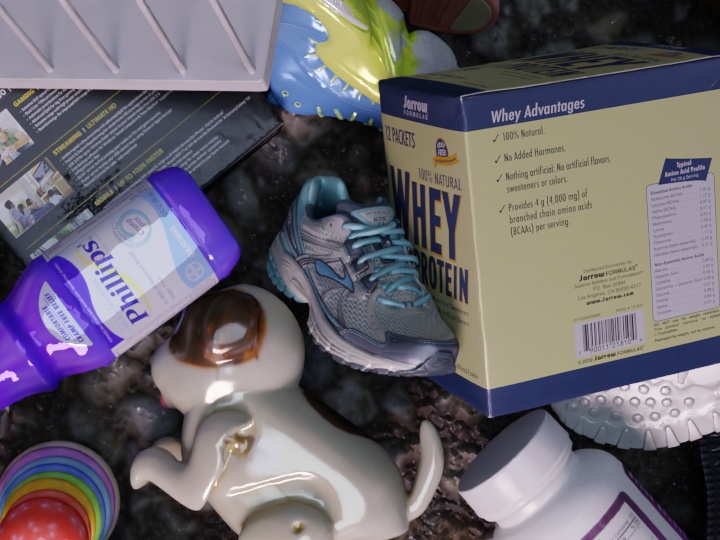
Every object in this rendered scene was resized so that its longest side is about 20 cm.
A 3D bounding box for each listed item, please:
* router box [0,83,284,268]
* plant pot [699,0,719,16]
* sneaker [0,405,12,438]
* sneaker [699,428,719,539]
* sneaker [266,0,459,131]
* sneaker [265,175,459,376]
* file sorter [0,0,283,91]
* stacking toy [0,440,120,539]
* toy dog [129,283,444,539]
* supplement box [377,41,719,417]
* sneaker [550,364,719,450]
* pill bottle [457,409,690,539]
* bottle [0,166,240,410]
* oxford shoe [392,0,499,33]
[{"bbox_3d":[-0.173,-0.093,1.006,0.200,0.051,0.149,-39,92,-6],"label":"router box"},{"bbox_3d":[0.300,-0.237,1.006,0.199,0.175,0.201,0,89,-7],"label":"plant pot"},{"bbox_3d":[-0.270,0.018,0.986,0.066,0.091,0.201,-9,116,19],"label":"sneaker"},{"bbox_3d":[0.278,0.159,1.032,0.066,0.201,0.079,-9,133,24],"label":"sneaker"},{"bbox_3d":[-0.001,-0.134,1.029,0.105,0.076,0.200,-29,118,34],"label":"sneaker"},{"bbox_3d":[0.000,0.000,0.951,0.077,0.200,0.087,2,114,-35],"label":"sneaker"},{"bbox_3d":[-0.157,-0.203,0.921,0.199,0.125,0.139,2,69,13],"label":"file sorter"},{"bbox_3d":[-0.198,0.159,0.927,0.085,0.200,0.086,0,89,-7],"label":"stacking toy"},{"bbox_3d":[-0.063,0.107,0.971,0.193,0.140,0.201,-29,85,14],"label":"toy dog"},{"bbox_3d":[0.134,-0.035,0.966,0.199,0.134,0.201,-11,105,-19],"label":"supplement box"},{"bbox_3d":[0.231,0.072,1.052,0.199,0.081,0.077,-6,117,11],"label":"sneaker"},{"bbox_3d":[0.162,0.196,1.018,0.112,0.112,0.200,-43,94,-6],"label":"pill bottle"},{"bbox_3d":[-0.174,0.019,0.939,0.200,0.065,0.084,-36,93,-10],"label":"bottle"},{"bbox_3d":[0.005,-0.227,1.033,0.199,0.071,0.074,18,62,-6],"label":"oxford shoe"}]
